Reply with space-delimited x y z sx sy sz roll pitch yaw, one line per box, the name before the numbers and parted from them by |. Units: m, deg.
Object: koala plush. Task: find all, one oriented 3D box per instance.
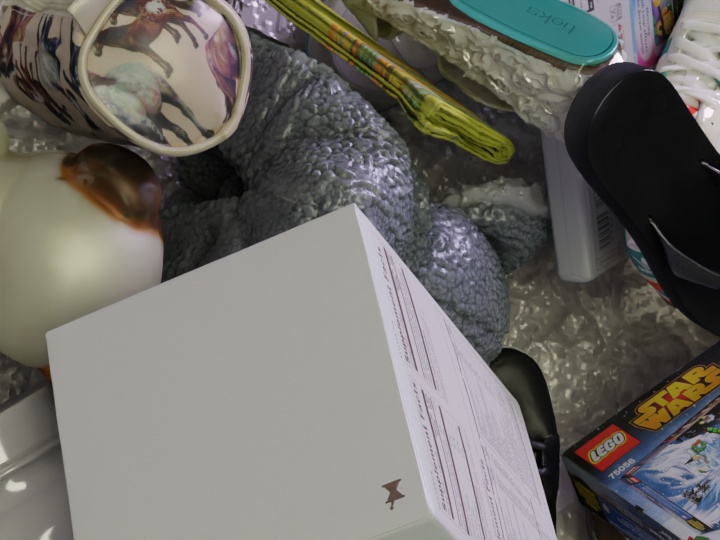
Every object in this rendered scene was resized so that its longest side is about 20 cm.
koala plush | 0.000 0.000 1.067 0.200 0.184 0.178 31 82 -36

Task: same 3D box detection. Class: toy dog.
toy dog | -0.185 -0.018 0.968 0.200 0.194 0.140 7 92 -17

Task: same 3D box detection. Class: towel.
towel | -0.013 -0.114 1.062 0.018 0.200 0.086 -55 149 7

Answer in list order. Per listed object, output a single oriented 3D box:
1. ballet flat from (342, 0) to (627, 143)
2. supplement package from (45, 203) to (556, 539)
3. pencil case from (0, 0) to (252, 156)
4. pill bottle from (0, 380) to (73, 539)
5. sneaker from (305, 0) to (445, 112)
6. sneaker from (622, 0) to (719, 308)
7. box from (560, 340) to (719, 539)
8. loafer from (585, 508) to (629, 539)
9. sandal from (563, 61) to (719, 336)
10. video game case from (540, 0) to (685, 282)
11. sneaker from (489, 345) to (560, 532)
ballet flat | 0.036 -0.124 1.048 0.200 0.072 0.072 35 68 19
supplement package | -0.015 0.103 0.937 0.152 0.200 0.151 -22 56 13
pencil case | -0.116 -0.103 1.015 0.078 0.200 0.090 -40 109 -12
pill bottle | -0.130 0.157 1.011 0.112 0.112 0.200 -32 95 -23
sneaker | 0.057 -0.151 1.148 0.200 0.081 0.077 -34 97 -21
sneaker | 0.176 -0.083 1.100 0.093 0.070 0.200 27 74 -59
box | 0.218 0.075 1.082 0.200 0.137 0.040 -33 122 -14
loafer | 0.210 0.104 1.178 0.200 0.071 0.073 -25 92 -23
sandal | 0.167 -0.021 1.035 0.200 0.043 0.076 37 85 -39
video game case | 0.144 -0.116 1.135 0.182 0.024 0.200 -30 117 -49
sneaker | 0.084 0.133 1.101 0.073 0.112 0.200 12 78 -21
